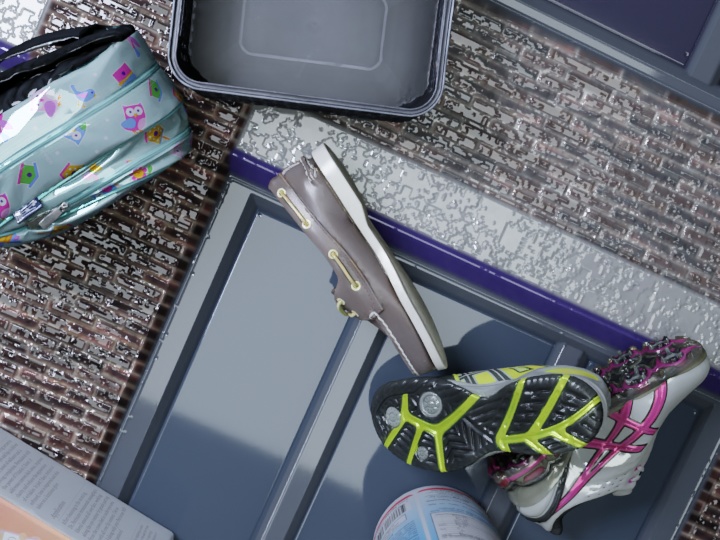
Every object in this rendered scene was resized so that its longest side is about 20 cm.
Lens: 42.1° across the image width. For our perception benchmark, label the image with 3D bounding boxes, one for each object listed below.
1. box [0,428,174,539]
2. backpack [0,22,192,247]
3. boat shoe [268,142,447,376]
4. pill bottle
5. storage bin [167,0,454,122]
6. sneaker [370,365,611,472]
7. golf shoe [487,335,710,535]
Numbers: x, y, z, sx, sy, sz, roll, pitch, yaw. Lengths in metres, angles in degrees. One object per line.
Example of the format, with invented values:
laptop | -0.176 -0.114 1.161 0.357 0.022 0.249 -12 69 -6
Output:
box | -0.274 0.236 0.731 0.199 0.106 0.153 32 94 -6
backpack | -0.227 -0.095 0.684 0.199 0.167 0.127 -30 117 -2
boat shoe | 0.000 0.000 0.739 0.059 0.072 0.201 -30 93 7
pill bottle | 0.068 0.245 0.703 0.108 0.200 0.110 0 97 -2
storage bin | -0.035 -0.191 0.703 0.199 0.094 0.136 6 96 -5
sneaker | 0.101 0.114 0.736 0.199 0.076 0.076 -5 92 31
golf shoe | 0.205 0.133 0.766 0.200 0.073 0.092 -38 101 11
